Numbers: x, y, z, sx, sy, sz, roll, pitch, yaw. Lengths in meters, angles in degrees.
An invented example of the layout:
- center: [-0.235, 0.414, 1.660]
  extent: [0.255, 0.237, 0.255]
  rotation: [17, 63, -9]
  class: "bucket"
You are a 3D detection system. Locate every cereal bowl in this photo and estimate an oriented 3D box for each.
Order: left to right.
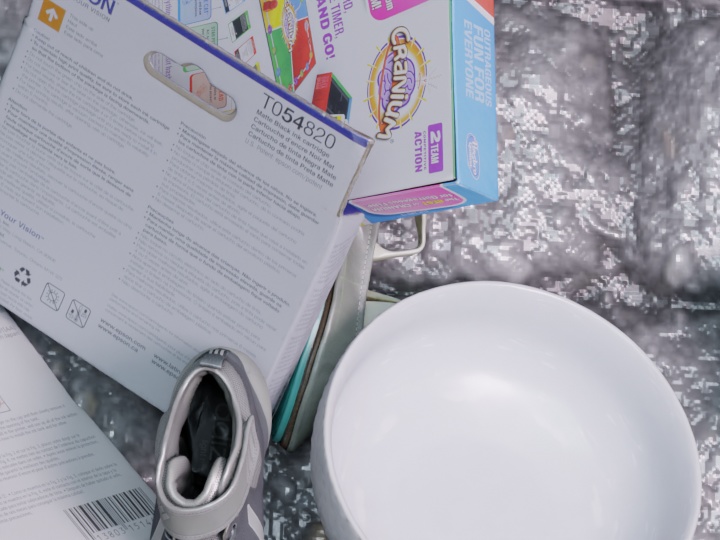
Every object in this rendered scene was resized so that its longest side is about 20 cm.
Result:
- center: [0.067, 0.109, 1.421]
  extent: [0.200, 0.083, 0.200]
  rotation: [8, 57, -13]
  class: "cereal bowl"

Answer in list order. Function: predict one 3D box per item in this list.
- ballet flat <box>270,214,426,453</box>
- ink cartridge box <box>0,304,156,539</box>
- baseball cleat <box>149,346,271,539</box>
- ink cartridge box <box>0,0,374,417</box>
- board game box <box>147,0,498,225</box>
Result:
- center: [0.000, 0.000, 1.467]
  extent: [0.064, 0.067, 0.200]
  rotation: [11, 79, -10]
  class: "ballet flat"
- center: [-0.212, 0.098, 1.387]
  extent: [0.176, 0.200, 0.045]
  rotation: [49, 124, 22]
  class: "ink cartridge box"
- center: [-0.080, 0.138, 1.361]
  extent: [0.070, 0.106, 0.200]
  rotation: [-1, 92, 7]
  class: "baseball cleat"
- center: [-0.100, -0.038, 1.413]
  extent: [0.199, 0.041, 0.200]
  rotation: [33, 121, 13]
  class: "ink cartridge box"
- center: [-0.026, -0.096, 1.440]
  extent: [0.200, 0.040, 0.153]
  rotation: [-9, 74, 32]
  class: "board game box"
